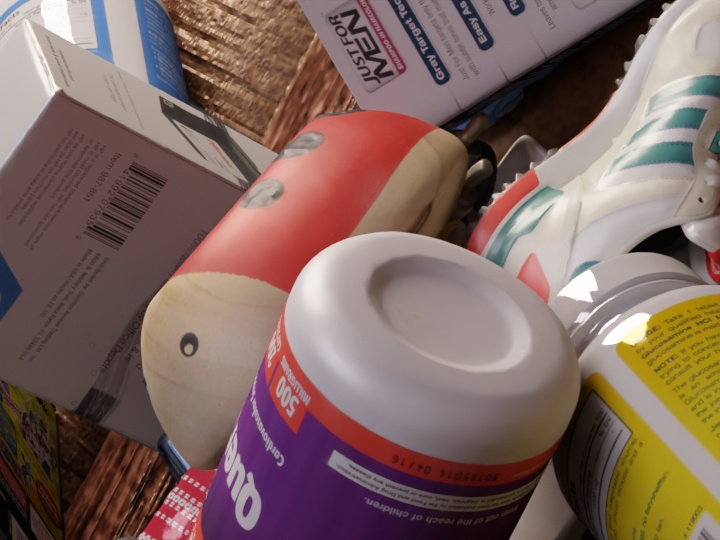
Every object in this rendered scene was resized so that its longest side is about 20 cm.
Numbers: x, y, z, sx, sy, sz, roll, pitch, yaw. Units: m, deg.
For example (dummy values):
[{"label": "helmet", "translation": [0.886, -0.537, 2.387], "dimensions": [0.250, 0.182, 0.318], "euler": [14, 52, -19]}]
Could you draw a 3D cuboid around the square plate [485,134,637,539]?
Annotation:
[{"label": "square plate", "translation": [0.061, 0.064, 1.251], "dimensions": [0.200, 0.028, 0.198], "euler": [-55, 33, 12]}]

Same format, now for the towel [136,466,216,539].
[{"label": "towel", "translation": [-0.027, 0.123, 1.204], "dimensions": [0.144, 0.022, 0.200], "euler": [29, 77, 35]}]

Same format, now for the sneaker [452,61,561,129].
[{"label": "sneaker", "translation": [0.075, -0.141, 1.326], "dimensions": [0.200, 0.083, 0.071], "euler": [-44, 33, 26]}]

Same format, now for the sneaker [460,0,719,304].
[{"label": "sneaker", "translation": [0.135, -0.039, 1.175], "dimensions": [0.200, 0.070, 0.093], "euler": [-45, 54, -12]}]

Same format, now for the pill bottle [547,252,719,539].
[{"label": "pill bottle", "translation": [0.140, 0.076, 1.046], "dimensions": [0.113, 0.112, 0.200], "euler": [-55, 36, 12]}]

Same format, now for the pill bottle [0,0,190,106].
[{"label": "pill bottle", "translation": [-0.153, -0.101, 1.593], "dimensions": [0.112, 0.112, 0.200], "euler": [-45, 36, 26]}]

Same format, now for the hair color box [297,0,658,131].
[{"label": "hair color box", "translation": [0.076, -0.144, 1.263], "dimensions": [0.200, 0.100, 0.061], "euler": [-31, -1, 19]}]

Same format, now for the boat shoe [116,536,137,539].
[{"label": "boat shoe", "translation": [-0.109, 0.222, 1.350], "dimensions": [0.068, 0.072, 0.200], "euler": [-40, 48, 32]}]

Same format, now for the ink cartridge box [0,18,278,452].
[{"label": "ink cartridge box", "translation": [-0.115, -0.008, 1.390], "dimensions": [0.145, 0.200, 0.084], "euler": [-52, 32, 16]}]

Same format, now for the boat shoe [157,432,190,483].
[{"label": "boat shoe", "translation": [-0.038, 0.149, 1.258], "dimensions": [0.068, 0.084, 0.200], "euler": [-17, 52, -7]}]

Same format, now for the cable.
[{"label": "cable", "translation": [0.000, 0.000, 1.309], "dimensions": [0.200, 0.050, 0.097], "euler": [-37, 37, 32]}]

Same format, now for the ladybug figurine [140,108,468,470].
[{"label": "ladybug figurine", "translation": [-0.026, -0.002, 1.178], "dimensions": [0.136, 0.072, 0.200], "euler": [-46, 3, 47]}]

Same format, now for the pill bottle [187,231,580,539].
[{"label": "pill bottle", "translation": [-0.001, 0.091, 1.075], "dimensions": [0.113, 0.112, 0.200], "euler": [-109, 35, -49]}]

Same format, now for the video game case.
[{"label": "video game case", "translation": [-0.198, 0.082, 1.462], "dimensions": [0.025, 0.200, 0.181], "euler": [-16, 46, 8]}]
